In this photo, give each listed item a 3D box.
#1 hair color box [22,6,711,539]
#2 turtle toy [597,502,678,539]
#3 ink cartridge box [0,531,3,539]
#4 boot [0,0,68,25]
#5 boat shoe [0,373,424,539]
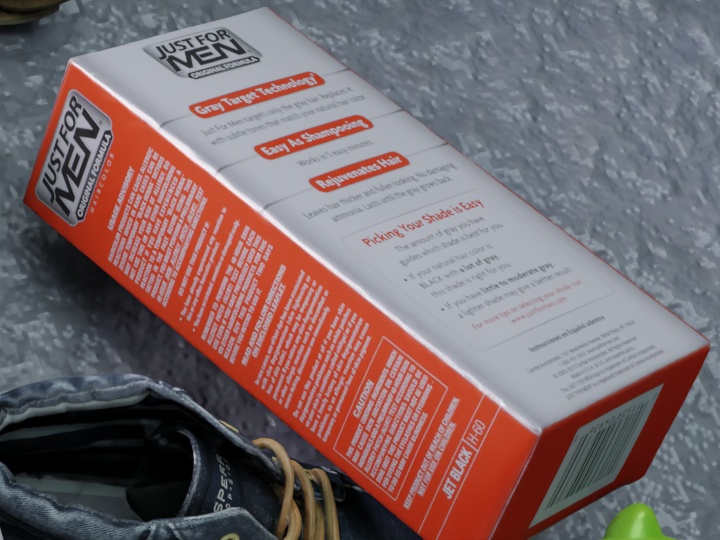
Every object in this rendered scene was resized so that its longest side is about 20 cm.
[{"bbox_3d":[0.000,0.000,0.840,0.200,0.061,0.101,39,35,24],"label":"hair color box"},{"bbox_3d":[0.093,0.170,0.793,0.145,0.101,0.200,1,81,-26],"label":"turtle toy"},{"bbox_3d":[-0.180,0.059,0.682,0.128,0.125,0.200,-27,117,-31],"label":"ink cartridge box"},{"bbox_3d":[-0.099,-0.163,0.932,0.200,0.073,0.156,-2,62,-19],"label":"boot"},{"bbox_3d":[-0.032,0.082,0.809,0.200,0.091,0.071,6,60,-19],"label":"boat shoe"}]
